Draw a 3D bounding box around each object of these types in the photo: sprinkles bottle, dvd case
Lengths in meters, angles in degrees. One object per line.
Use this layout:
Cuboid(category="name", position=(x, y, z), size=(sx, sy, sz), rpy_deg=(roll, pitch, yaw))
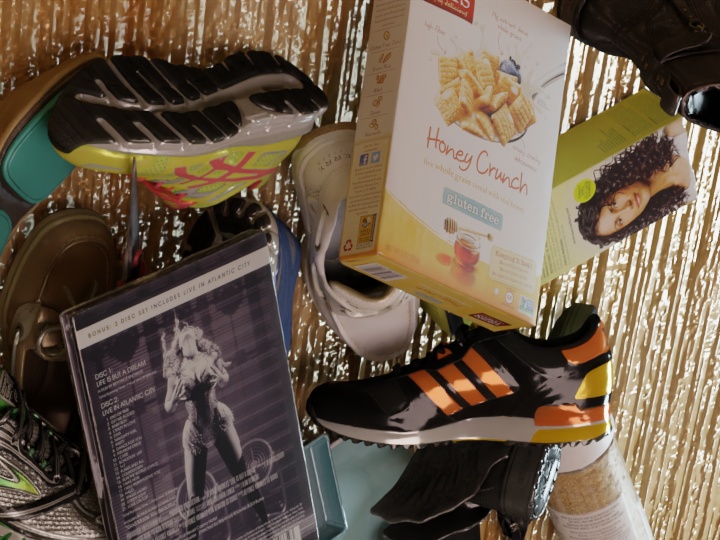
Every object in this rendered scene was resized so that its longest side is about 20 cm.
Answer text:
Cuboid(category="sprinkles bottle", position=(0.166, 0.166, 1.726), size=(0.068, 0.068, 0.201), rpy_deg=(-32, 131, -11))
Cuboid(category="dvd case", position=(-0.096, 0.093, 1.398), size=(0.148, 0.016, 0.201), rpy_deg=(-25, 114, -40))

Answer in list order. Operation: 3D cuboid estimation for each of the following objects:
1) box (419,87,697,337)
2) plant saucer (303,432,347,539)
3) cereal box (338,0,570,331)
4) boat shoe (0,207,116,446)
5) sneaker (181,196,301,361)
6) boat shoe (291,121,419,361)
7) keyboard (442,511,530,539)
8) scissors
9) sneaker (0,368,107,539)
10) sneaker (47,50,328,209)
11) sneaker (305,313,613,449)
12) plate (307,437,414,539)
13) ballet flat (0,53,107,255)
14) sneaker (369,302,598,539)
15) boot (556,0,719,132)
Cuboid(category="box", position=(0.124, -0.039, 1.583), size=(0.199, 0.050, 0.076), rpy_deg=(-29, 129, -13))
Cuboid(category="plant saucer", position=(-0.077, 0.169, 1.472), size=(0.200, 0.019, 0.070), rpy_deg=(-32, 116, -49))
Cuboid(category="cereal box", position=(0.059, -0.079, 1.453), size=(0.144, 0.039, 0.201), rpy_deg=(23, 68, -41))
Cuboid(category="boat shoe", position=(-0.178, 0.060, 1.446), size=(0.073, 0.063, 0.201), rpy_deg=(-3, 120, -30))
Cuboid(category="sneaker", position=(-0.080, 0.059, 1.482), size=(0.089, 0.078, 0.201), rpy_deg=(20, 91, -60))
Cuboid(category="boat shoe", position=(0.000, 0.000, 1.499), size=(0.070, 0.070, 0.200), rpy_deg=(-19, 138, -1))
Cuboid(category="keyboard", position=(0.073, 0.233, 1.734), size=(0.127, 0.021, 0.201), rpy_deg=(-25, 134, -23))
Cuboid(category="scissors", position=(-0.130, -0.005, 1.388), size=(0.073, 0.014, 0.201), rpy_deg=(-59, 165, -48))
Cuboid(category="sneaker", position=(-0.203, 0.104, 1.373), size=(0.199, 0.078, 0.085), rpy_deg=(23, 123, -20))
Cuboid(category="sneaker", position=(-0.104, -0.069, 1.387), size=(0.199, 0.078, 0.091), rpy_deg=(-7, 137, -48))
Cuboid(category="sneaker", position=(0.064, 0.063, 1.550), size=(0.199, 0.070, 0.091), rpy_deg=(1, 100, -5))
Cuboid(category="plate", position=(-0.027, 0.194, 1.617), size=(0.200, 0.025, 0.201), rpy_deg=(-33, 134, -42))
Cuboid(category="ballet flat", position=(-0.212, -0.048, 1.351), size=(0.201, 0.063, 0.069), rpy_deg=(-58, 155, -17))
Cuboid(category="sneaker", position=(0.088, 0.099, 1.630), size=(0.060, 0.104, 0.201), rpy_deg=(70, 36, -53))
Cuboid(category="boot", position=(0.233, -0.131, 1.511), size=(0.199, 0.174, 0.070), rpy_deg=(-6, 121, -29))
